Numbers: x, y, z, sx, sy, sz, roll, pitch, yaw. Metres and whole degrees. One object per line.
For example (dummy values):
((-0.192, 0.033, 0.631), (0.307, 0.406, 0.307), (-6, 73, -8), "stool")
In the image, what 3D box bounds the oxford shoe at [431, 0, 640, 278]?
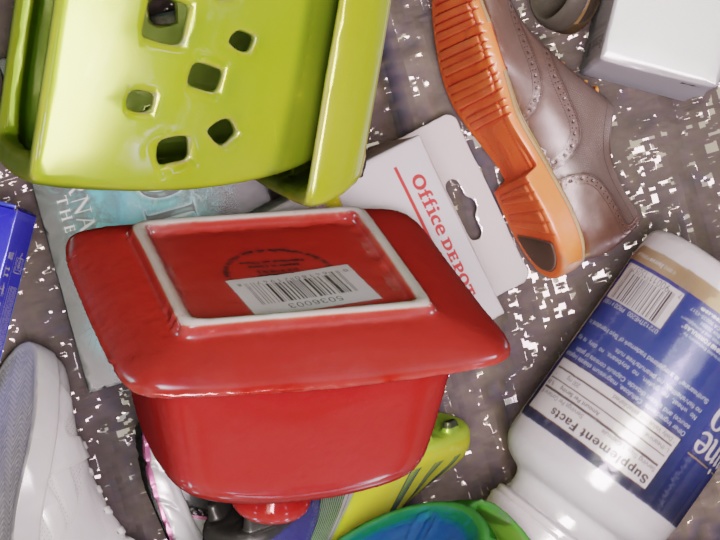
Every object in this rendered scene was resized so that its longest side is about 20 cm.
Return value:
((0.100, -0.100, 1.426), (0.073, 0.071, 0.201), (-24, 98, -20), "oxford shoe")

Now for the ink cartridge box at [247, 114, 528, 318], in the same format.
((0.000, 0.000, 1.392), (0.199, 0.068, 0.116), (-28, 96, -14), "ink cartridge box")

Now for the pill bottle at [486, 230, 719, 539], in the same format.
((0.154, 0.087, 1.398), (0.111, 0.111, 0.200), (36, 89, -2), "pill bottle")

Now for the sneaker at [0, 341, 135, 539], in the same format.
((-0.161, 0.147, 1.412), (0.115, 0.074, 0.201), (15, 65, -34), "sneaker")

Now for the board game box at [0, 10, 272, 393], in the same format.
((-0.120, -0.043, 1.427), (0.134, 0.028, 0.201), (-16, 91, -2), "board game box")

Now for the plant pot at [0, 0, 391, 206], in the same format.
((-0.087, -0.136, 1.311), (0.180, 0.200, 0.200), (9, 95, -14), "plant pot")

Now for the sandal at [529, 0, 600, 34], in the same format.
((0.103, -0.237, 1.411), (0.054, 0.082, 0.202), (-2, 98, -23), "sandal")

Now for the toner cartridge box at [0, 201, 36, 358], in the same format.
((-0.257, 0.052, 1.402), (0.094, 0.043, 0.201), (14, 87, 10), "toner cartridge box")

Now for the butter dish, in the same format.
((-0.044, 0.062, 1.272), (0.199, 0.200, 0.149), (-4, 114, -16), "butter dish")

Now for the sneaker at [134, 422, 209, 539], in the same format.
((-0.063, 0.158, 1.415), (0.086, 0.080, 0.201), (-26, 102, -9), "sneaker")

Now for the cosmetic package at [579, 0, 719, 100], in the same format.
((0.187, -0.205, 1.405), (0.071, 0.101, 0.201), (13, 89, -2), "cosmetic package")

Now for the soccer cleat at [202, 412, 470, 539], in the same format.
((-0.013, 0.136, 1.385), (0.200, 0.064, 0.084), (-26, 118, -42), "soccer cleat")

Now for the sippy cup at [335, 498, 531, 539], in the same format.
((0.037, 0.213, 1.291), (0.177, 0.140, 0.131), (-34, 112, -6), "sippy cup")
